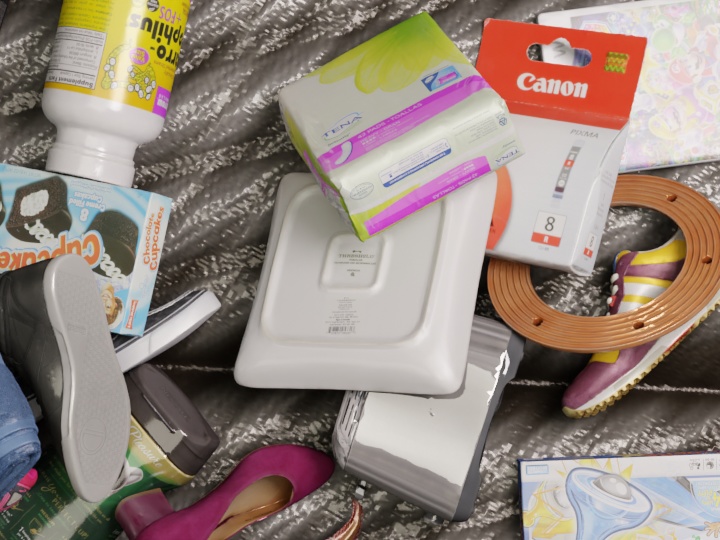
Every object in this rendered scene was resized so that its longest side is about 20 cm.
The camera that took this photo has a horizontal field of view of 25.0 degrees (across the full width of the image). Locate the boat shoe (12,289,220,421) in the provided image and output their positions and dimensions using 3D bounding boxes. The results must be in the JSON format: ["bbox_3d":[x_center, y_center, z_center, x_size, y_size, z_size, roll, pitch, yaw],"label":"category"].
[{"bbox_3d":[-0.215,0.057,1.365,0.199,0.072,0.068,-29,90,7],"label":"boat shoe"}]

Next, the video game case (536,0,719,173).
[{"bbox_3d":[0.258,-0.160,1.386,0.198,0.018,0.144,-7,89,1],"label":"video game case"}]

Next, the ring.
[{"bbox_3d":[0.202,-0.005,1.320,0.199,0.201,0.019,-23,130,0],"label":"ring"}]

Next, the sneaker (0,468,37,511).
[{"bbox_3d":[-0.317,0.111,1.334,0.074,0.081,0.201,-28,64,9],"label":"sneaker"}]

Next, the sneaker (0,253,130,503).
[{"bbox_3d":[-0.247,0.085,1.292,0.099,0.071,0.201,-1,104,34],"label":"sneaker"}]

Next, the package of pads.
[{"bbox_3d":[0.025,-0.117,1.305,0.154,0.200,0.068,-28,122,0],"label":"package of pads"}]

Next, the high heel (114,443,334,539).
[{"bbox_3d":[-0.093,0.204,1.315,0.199,0.096,0.068,-16,131,-26],"label":"high heel"}]

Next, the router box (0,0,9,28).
[{"bbox_3d":[-0.398,-0.189,1.379,0.156,0.052,0.201,18,89,2],"label":"router box"}]

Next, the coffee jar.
[{"bbox_3d":[-0.217,0.173,1.350,0.200,0.085,0.104,-41,81,0],"label":"coffee jar"}]

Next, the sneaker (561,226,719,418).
[{"bbox_3d":[0.228,0.036,1.360,0.200,0.075,0.090,-42,80,-7],"label":"sneaker"}]

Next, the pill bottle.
[{"bbox_3d":[-0.205,-0.173,1.351,0.104,0.104,0.201,12,89,1],"label":"pill bottle"}]

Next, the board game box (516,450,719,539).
[{"bbox_3d":[0.234,0.223,1.367,0.198,0.034,0.136,-3,88,1],"label":"board game box"}]

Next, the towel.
[{"bbox_3d":[-0.316,0.086,1.249,0.112,0.048,0.201,-47,59,30],"label":"towel"}]

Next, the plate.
[{"bbox_3d":[0.000,0.000,1.307,0.198,0.032,0.201,1,63,23],"label":"plate"}]

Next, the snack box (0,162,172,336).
[{"bbox_3d":[-0.256,-0.022,1.343,0.199,0.037,0.117,11,88,26],"label":"snack box"}]

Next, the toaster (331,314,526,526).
[{"bbox_3d":[0.056,0.101,1.336,0.128,0.114,0.201,18,88,4],"label":"toaster"}]

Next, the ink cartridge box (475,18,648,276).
[{"bbox_3d":[0.137,-0.108,1.332,0.161,0.050,0.201,13,90,34],"label":"ink cartridge box"}]

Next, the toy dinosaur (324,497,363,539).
[{"bbox_3d":[-0.114,0.273,1.349,0.181,0.200,0.106,-1,111,38],"label":"toy dinosaur"}]
